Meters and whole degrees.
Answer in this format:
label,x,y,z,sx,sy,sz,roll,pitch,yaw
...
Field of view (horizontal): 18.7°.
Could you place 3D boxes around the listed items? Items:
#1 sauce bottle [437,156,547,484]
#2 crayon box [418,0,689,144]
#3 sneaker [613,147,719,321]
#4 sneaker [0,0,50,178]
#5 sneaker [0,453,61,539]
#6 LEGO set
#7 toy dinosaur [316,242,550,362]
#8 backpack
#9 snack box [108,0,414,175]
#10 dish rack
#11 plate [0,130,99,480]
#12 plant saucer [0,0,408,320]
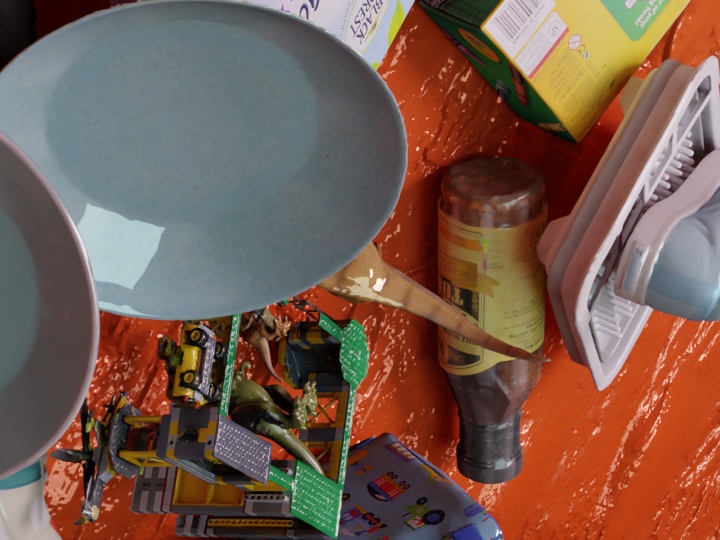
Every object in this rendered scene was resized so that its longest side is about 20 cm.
label,x,y,z,sx,sy,sz,roll,pitch,yaw
sauce bottle,0.077,0.034,1.288,0.066,0.066,0.200,-20,122,-32
crayon box,0.137,-0.186,1.226,0.200,0.058,0.119,-52,135,-5
sneaker,0.213,-0.012,1.266,0.200,0.082,0.074,-37,149,-56
sneaker,-0.157,-0.130,0.998,0.099,0.071,0.200,-35,127,-15
sneaker,-0.174,0.072,1.092,0.093,0.070,0.200,-35,128,-14
LEGO set,-0.087,0.066,1.156,0.200,0.116,0.154,26,64,-62
toy dinosaur,0.000,0.000,1.170,0.200,0.106,0.060,24,119,-10
backpack,-0.023,0.204,1.225,0.200,0.183,0.135,-24,118,-15
snack box,-0.048,-0.169,1.031,0.169,0.068,0.200,-63,144,-27
dish rack,0.157,-0.030,1.285,0.172,0.044,0.200,-61,161,-12
plate,-0.207,0.006,0.978,0.026,0.200,0.200,-55,154,-63
plant saucer,-0.079,-0.057,0.992,0.201,0.039,0.201,-4,138,-3
